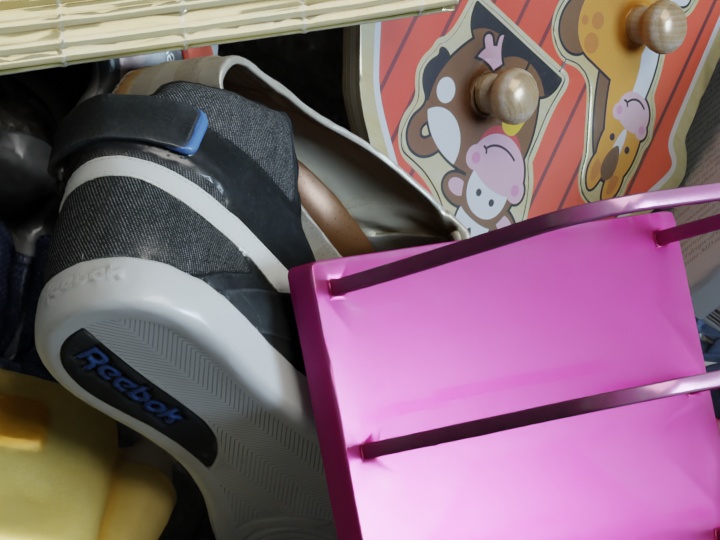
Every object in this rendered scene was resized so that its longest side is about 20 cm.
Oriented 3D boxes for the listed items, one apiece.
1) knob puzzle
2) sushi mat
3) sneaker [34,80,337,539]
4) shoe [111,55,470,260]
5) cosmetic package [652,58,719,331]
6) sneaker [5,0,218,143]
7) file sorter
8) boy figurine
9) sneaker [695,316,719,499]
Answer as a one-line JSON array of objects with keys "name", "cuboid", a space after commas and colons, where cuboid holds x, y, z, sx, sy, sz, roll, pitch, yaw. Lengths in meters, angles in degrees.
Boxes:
[{"name": "knob puzzle", "cuboid": [0.068, -0.080, 0.901, 0.219, 0.030, 0.222, -10, 105, -41]}, {"name": "sushi mat", "cuboid": [-0.067, -0.118, 0.809, 0.198, 0.012, 0.096, -10, 84, -20]}, {"name": "sneaker", "cuboid": [-0.024, 0.015, 0.756, 0.200, 0.073, 0.113, 51, 33, -48]}, {"name": "shoe", "cuboid": [0.000, 0.000, 0.826, 0.200, 0.053, 0.070, 42, 44, -26]}, {"name": "cosmetic package", "cuboid": [0.174, -0.043, 0.975, 0.071, 0.101, 0.201, 34, 47, -13]}, {"name": "sneaker", "cuboid": [-0.134, -0.121, 0.822, 0.200, 0.077, 0.082, 46, 51, -1]}, {"name": "file sorter", "cuboid": [0.087, 0.079, 0.680, 0.138, 0.125, 0.202, -8, 85, -36]}, {"name": "boy figurine", "cuboid": [-0.108, 0.056, 0.726, 0.124, 0.064, 0.201, 24, 46, -25]}, {"name": "sneaker", "cuboid": [0.127, 0.044, 0.792, 0.070, 0.082, 0.200, -29, 55, -33]}]
